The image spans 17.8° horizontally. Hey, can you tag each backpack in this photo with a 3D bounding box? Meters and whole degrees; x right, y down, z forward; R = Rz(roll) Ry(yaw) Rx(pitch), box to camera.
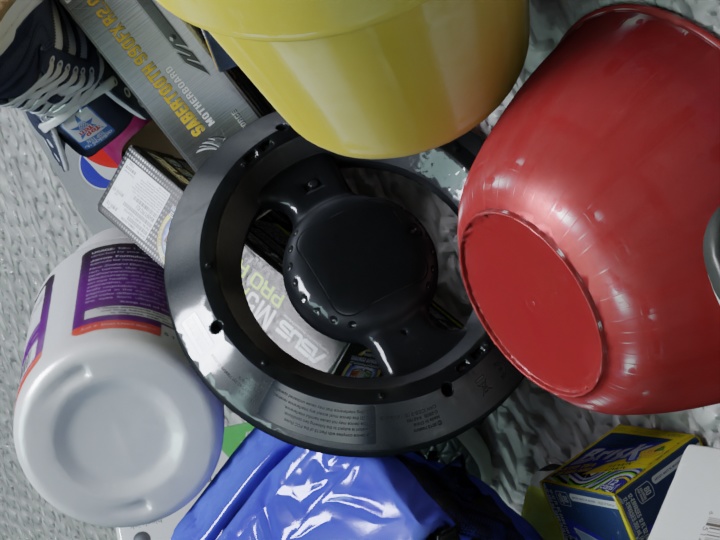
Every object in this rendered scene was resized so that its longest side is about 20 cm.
[{"bbox_3d":[0.015,0.164,1.217,0.200,0.163,0.168,28,-160,-49],"label":"backpack"}]

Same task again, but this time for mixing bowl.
[{"bbox_3d":[0.117,-0.009,1.055,0.200,0.108,0.201,40,149,31],"label":"mixing bowl"}]

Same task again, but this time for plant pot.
[{"bbox_3d":[-0.005,-0.158,1.035,0.201,0.201,0.189,38,163,35],"label":"plant pot"}]

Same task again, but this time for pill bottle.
[{"bbox_3d":[-0.131,0.049,1.276,0.200,0.111,0.112,-98,-10,-67],"label":"pill bottle"}]

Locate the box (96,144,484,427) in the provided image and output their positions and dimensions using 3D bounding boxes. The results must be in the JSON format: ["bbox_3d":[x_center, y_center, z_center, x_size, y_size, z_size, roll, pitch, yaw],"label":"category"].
[{"bbox_3d":[-0.031,0.010,1.287,0.200,0.160,0.044,39,104,33],"label":"box"}]

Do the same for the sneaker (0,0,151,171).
[{"bbox_3d":[-0.169,-0.100,1.217,0.109,0.070,0.200,58,-168,-14],"label":"sneaker"}]

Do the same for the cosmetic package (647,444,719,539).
[{"bbox_3d":[0.207,0.170,0.987,0.085,0.108,0.200,5,151,49],"label":"cosmetic package"}]

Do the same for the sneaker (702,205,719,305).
[{"bbox_3d":[0.197,0.054,0.986,0.201,0.067,0.108,43,157,-11],"label":"sneaker"}]

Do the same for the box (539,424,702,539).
[{"bbox_3d":[0.170,0.184,1.212,0.070,0.064,0.201,4,121,58],"label":"box"}]

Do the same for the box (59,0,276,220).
[{"bbox_3d":[-0.111,-0.131,1.263,0.200,0.048,0.158,52,-175,-17],"label":"box"}]

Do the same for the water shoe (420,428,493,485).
[{"bbox_3d":[0.002,0.062,1.380,0.200,0.079,0.072,35,124,-4],"label":"water shoe"}]

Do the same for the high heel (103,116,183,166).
[{"bbox_3d":[-0.101,-0.056,1.382,0.096,0.067,0.200,53,-176,37],"label":"high heel"}]

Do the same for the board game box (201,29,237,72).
[{"bbox_3d":[-0.089,-0.192,1.201,0.200,0.034,0.136,-112,0,-71],"label":"board game box"}]

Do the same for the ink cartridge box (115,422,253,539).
[{"bbox_3d":[-0.075,0.207,1.478,0.084,0.145,0.201,88,169,-68],"label":"ink cartridge box"}]

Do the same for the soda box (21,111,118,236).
[{"bbox_3d":[-0.147,-0.041,1.503,0.201,0.063,0.068,60,-179,-3],"label":"soda box"}]

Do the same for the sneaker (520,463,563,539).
[{"bbox_3d":[0.106,0.195,1.320,0.075,0.076,0.201,40,146,36],"label":"sneaker"}]

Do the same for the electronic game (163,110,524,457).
[{"bbox_3d":[0.000,0.000,1.162,0.200,0.200,0.042,49,160,19],"label":"electronic game"}]
